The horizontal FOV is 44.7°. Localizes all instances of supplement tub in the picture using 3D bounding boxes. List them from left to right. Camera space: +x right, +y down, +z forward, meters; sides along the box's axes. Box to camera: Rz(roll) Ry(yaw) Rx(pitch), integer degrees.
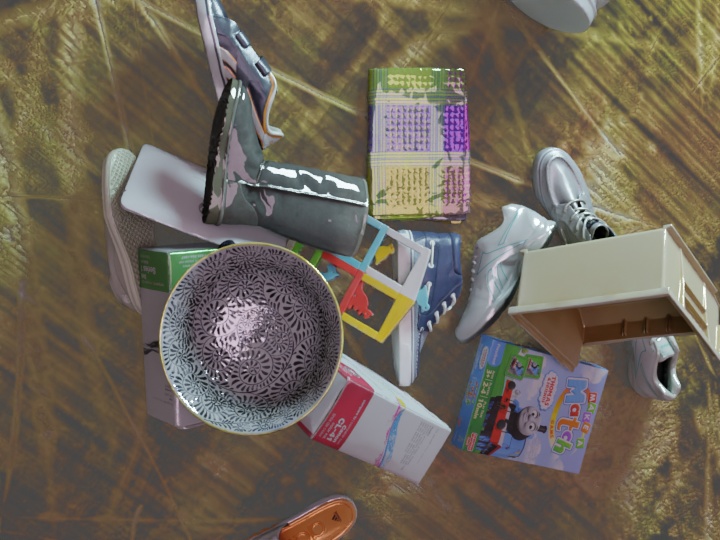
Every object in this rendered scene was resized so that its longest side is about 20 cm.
[{"bbox_3d":[0.281,-0.422,1.103,0.139,0.140,0.202,29,89,-14],"label":"supplement tub"}]

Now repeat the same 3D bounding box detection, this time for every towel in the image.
[{"bbox_3d":[0.074,-0.161,1.144,0.141,0.023,0.204,-2,95,-12],"label":"towel"}]

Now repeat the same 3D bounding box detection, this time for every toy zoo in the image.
[{"bbox_3d":[0.000,0.000,1.104,0.198,0.020,0.133,30,89,9],"label":"toy zoo"}]

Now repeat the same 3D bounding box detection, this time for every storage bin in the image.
[{"bbox_3d":[0.320,0.046,1.083,0.198,0.198,0.095,39,53,-41],"label":"storage bin"}]

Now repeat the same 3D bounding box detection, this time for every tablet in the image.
[{"bbox_3d":[-0.179,-0.080,1.048,0.197,0.131,0.014,21,128,-14],"label":"tablet"}]

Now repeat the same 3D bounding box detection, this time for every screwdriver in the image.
[{"bbox_3d":[-0.115,0.047,1.038,0.029,0.028,0.202,-38,122,-21],"label":"screwdriver"}]

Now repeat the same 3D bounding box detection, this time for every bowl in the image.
[{"bbox_3d":[-0.115,0.075,0.968,0.197,0.094,0.205,0,86,0],"label":"bowl"}]

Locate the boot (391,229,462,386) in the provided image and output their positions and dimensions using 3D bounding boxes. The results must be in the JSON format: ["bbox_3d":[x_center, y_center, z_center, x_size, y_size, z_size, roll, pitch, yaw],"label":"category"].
[{"bbox_3d":[0.088,0.049,1.140,0.088,0.073,0.204,0,95,-7],"label":"boot"}]

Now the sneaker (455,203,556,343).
[{"bbox_3d":[0.178,0.004,1.168,0.080,0.070,0.202,34,95,14],"label":"sneaker"}]

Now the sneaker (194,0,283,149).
[{"bbox_3d":[-0.146,-0.243,1.057,0.078,0.079,0.203,-14,110,-6],"label":"sneaker"}]

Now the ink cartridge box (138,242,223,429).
[{"bbox_3d":[-0.182,0.071,1.049,0.144,0.084,0.204,-6,98,-41],"label":"ink cartridge box"}]

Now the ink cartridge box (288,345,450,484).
[{"bbox_3d":[-0.007,0.163,1.057,0.199,0.147,0.086,35,89,-39],"label":"ink cartridge box"}]

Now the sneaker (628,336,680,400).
[{"bbox_3d":[0.402,0.083,1.208,0.069,0.080,0.204,-18,98,-8],"label":"sneaker"}]

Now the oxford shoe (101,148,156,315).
[{"bbox_3d":[-0.282,-0.043,1.055,0.075,0.057,0.204,-19,101,-51],"label":"oxford shoe"}]

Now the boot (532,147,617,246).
[{"bbox_3d":[0.298,-0.070,1.166,0.073,0.096,0.203,-27,101,-9],"label":"boot"}]

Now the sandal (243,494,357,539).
[{"bbox_3d":[-0.092,0.365,1.138,0.205,0.059,0.080,-34,102,-8],"label":"sandal"}]

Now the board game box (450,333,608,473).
[{"bbox_3d":[0.233,0.184,1.194,0.197,0.036,0.154,15,92,-24],"label":"board game box"}]

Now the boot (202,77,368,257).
[{"bbox_3d":[-0.081,-0.118,1.035,0.196,0.072,0.186,7,95,-20],"label":"boot"}]
